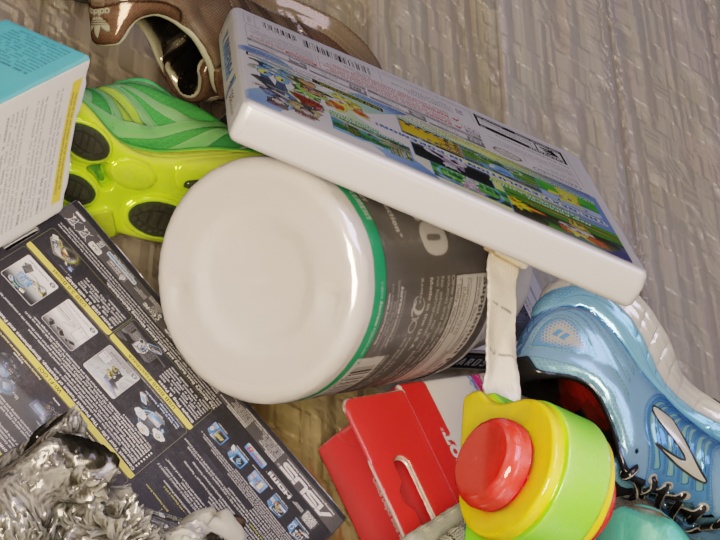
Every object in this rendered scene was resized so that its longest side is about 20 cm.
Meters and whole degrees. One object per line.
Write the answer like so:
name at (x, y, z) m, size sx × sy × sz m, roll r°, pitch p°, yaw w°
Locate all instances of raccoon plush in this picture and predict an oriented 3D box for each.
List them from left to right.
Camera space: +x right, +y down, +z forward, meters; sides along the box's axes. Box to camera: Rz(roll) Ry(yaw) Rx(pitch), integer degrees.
raccoon plush at (-0.127, 0.152, 0.886) m, size 0.200 × 0.097 × 0.134 m, roll -41°, pitch 98°, yaw -12°

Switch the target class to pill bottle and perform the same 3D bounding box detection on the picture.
pill bottle at (0.000, 0.000, 1.099) m, size 0.113 × 0.113 × 0.200 m, roll 59°, pitch 25°, yaw 13°

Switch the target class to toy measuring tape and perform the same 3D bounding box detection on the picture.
toy measuring tape at (0.081, 0.061, 1.025) m, size 0.073 × 0.073 × 0.201 m, roll 25°, pitch 53°, yaw -30°

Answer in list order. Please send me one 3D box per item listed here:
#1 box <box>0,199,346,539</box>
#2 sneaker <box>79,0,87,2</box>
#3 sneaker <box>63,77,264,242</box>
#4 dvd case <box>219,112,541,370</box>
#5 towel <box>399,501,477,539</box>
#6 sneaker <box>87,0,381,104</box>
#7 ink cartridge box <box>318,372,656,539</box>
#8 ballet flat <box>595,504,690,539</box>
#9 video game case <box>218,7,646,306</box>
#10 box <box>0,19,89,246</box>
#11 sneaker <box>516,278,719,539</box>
box at (-0.116, 0.080, 1.010) m, size 0.200 × 0.049 × 0.161 m, roll 49°, pitch 33°, yaw 0°
sneaker at (-0.168, -0.209, 1.187) m, size 0.200 × 0.078 × 0.090 m, roll 21°, pitch 39°, yaw -36°
sneaker at (-0.128, -0.057, 1.122) m, size 0.199 × 0.074 × 0.084 m, roll 17°, pitch 17°, yaw -31°
dvd case at (0.019, -0.013, 1.265) m, size 0.200 × 0.025 × 0.151 m, roll 6°, pitch 53°, yaw -45°
towel at (0.046, 0.211, 1.020) m, size 0.200 × 0.034 × 0.193 m, roll -30°, pitch 106°, yaw -48°
sneaker at (-0.070, -0.115, 1.192) m, size 0.200 × 0.070 × 0.076 m, roll 30°, pitch 73°, yaw -42°
ink cartridge box at (0.059, 0.118, 1.147) m, size 0.200 × 0.067 × 0.116 m, roll -4°, pitch 62°, yaw -49°
ballet flat at (0.155, 0.214, 1.118) m, size 0.070 × 0.067 × 0.201 m, roll -44°, pitch 120°, yaw -49°
video game case at (0.028, -0.057, 1.078) m, size 0.199 × 0.022 × 0.182 m, roll 23°, pitch 16°, yaw -12°
box at (-0.193, -0.036, 0.955) m, size 0.049 × 0.083 × 0.200 m, roll 25°, pitch 30°, yaw 18°
sneaker at (0.144, 0.100, 1.156) m, size 0.200 × 0.078 × 0.090 m, roll 47°, pitch 52°, yaw -3°
